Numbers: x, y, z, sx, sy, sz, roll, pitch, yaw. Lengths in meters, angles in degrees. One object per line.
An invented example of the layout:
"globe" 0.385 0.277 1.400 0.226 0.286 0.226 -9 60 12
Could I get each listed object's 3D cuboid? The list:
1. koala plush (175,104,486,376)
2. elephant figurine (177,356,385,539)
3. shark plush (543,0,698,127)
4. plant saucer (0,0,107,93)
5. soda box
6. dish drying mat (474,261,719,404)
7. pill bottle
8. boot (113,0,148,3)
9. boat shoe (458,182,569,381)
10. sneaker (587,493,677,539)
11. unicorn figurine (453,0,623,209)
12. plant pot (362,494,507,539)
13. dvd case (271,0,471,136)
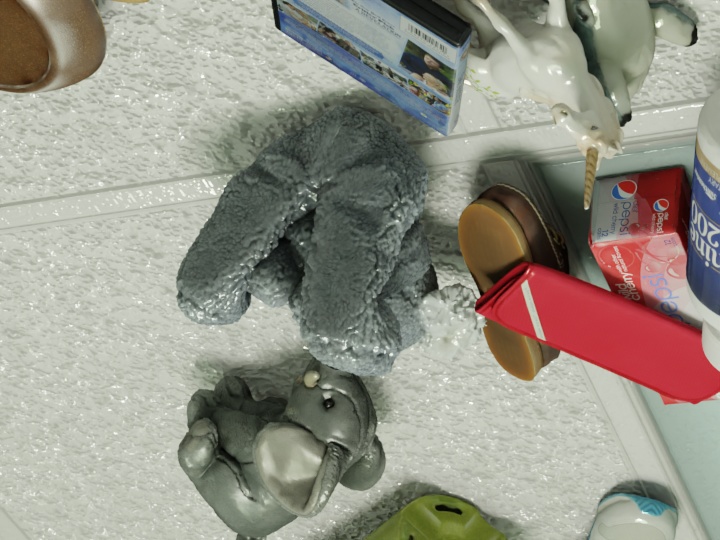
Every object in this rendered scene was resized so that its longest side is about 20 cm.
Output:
"koala plush" 0.000 0.000 1.477 0.176 0.185 0.200 16 165 31
"elephant figurine" -0.042 0.139 1.660 0.199 0.142 0.155 -12 131 34
"shark plush" 0.130 -0.171 1.288 0.083 0.091 0.200 19 161 46
"plant saucer" -0.266 -0.181 1.365 0.199 0.032 0.201 22 153 12
"soda box" 0.230 0.015 1.494 0.069 0.064 0.200 -7 139 24
"dish drying mat" 0.184 0.047 1.469 0.199 0.018 0.077 23 139 -21
"pill bottle" 0.276 -0.022 1.369 0.110 0.111 0.201 5 132 10
"boot" -0.103 -0.233 1.276 0.174 0.066 0.200 33 139 -11
"boat shoe" 0.121 -0.002 1.503 0.070 0.070 0.201 35 157 29
"sneaker" 0.227 0.268 1.801 0.076 0.081 0.201 16 141 -3
"unicorn figurine" 0.101 -0.134 1.275 0.074 0.200 0.138 -37 109 -3
"plant pot" 0.045 0.306 1.831 0.199 0.201 0.184 26 129 -17
"dvd case" 0.003 -0.153 1.275 0.142 0.018 0.200 33 171 7
